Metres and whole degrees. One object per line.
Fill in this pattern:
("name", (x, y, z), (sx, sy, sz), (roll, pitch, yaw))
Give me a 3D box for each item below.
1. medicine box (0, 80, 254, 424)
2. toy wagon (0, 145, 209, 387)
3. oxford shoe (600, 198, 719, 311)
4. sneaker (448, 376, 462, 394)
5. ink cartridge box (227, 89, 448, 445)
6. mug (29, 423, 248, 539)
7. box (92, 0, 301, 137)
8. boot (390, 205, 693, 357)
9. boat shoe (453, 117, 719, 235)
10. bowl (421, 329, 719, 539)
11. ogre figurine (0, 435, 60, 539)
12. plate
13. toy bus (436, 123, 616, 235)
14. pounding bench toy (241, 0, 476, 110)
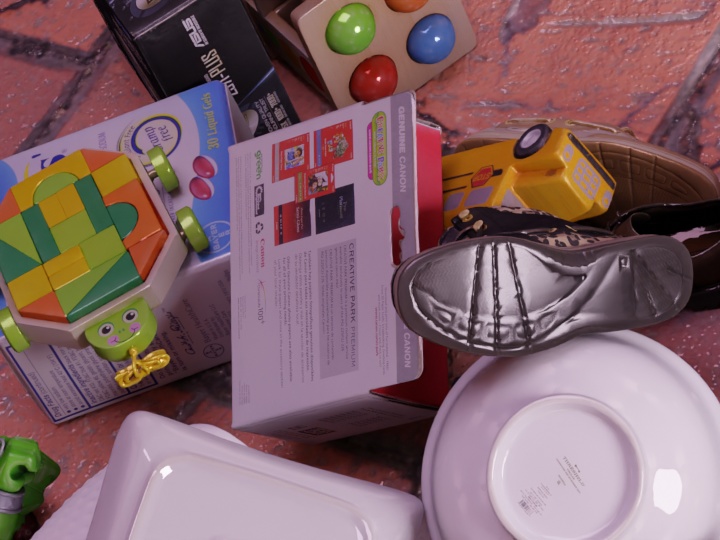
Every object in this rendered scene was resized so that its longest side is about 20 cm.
("medicine box", (-0.163, -0.015, 1.888), (0.199, 0.103, 0.183), (-19, 46, 7))
("toy wagon", (-0.182, -0.003, 1.787), (0.154, 0.040, 0.200), (-29, 46, -1))
("oxford shoe", (0.171, -0.006, 1.742), (0.199, 0.085, 0.073), (-20, 48, 10))
("sneaker", (0.148, 0.100, 1.653), (0.198, 0.090, 0.070), (-2, 50, 24))
("ink cartridge box", (0.000, 0.000, 1.726), (0.175, 0.084, 0.202), (-15, 69, 42))
("mug", (-0.110, 0.199, 1.649), (0.199, 0.148, 0.175), (24, 61, 37))
("box", (-0.146, -0.196, 1.995), (0.086, 0.164, 0.200), (-32, 46, -5))
("boot", (0.088, 0.001, 1.618), (0.198, 0.074, 0.150), (-8, 12, -23))
("boat shoe", (0.165, -0.074, 1.812), (0.199, 0.074, 0.069), (13, 33, 26))
("bowl", (0.129, 0.126, 1.576), (0.199, 0.090, 0.203), (-2, 82, 11))
("ogre figurine", (-0.246, 0.178, 1.730), (0.200, 0.098, 0.121), (-9, 58, 62))
("plate", (-0.075, 0.196, 1.571), (0.198, 0.032, 0.201), (17, 66, -1))
("toy bus", (0.076, -0.038, 1.778), (0.199, 0.065, 0.079), (-12, 41, 45))
("pounding bench toy", (-0.020, -0.231, 1.942), (0.124, 0.201, 0.156), (-36, 45, -9))
